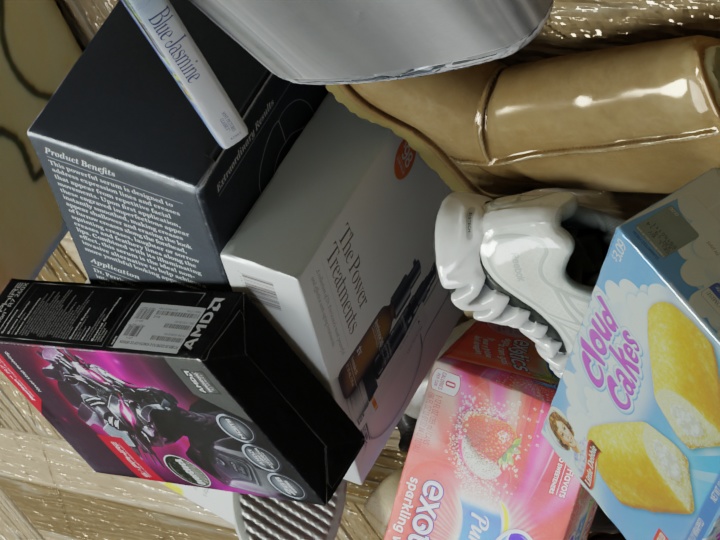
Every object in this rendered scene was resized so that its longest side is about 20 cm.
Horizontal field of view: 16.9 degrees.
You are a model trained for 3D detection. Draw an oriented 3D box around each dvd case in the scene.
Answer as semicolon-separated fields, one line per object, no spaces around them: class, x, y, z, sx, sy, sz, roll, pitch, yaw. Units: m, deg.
dvd case;-0.117;-0.150;1.093;0.143;0.018;0.200;55;179;27

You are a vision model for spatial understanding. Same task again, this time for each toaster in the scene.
toaster;-0.004;-0.153;1.072;0.200;0.114;0.129;-8;151;26

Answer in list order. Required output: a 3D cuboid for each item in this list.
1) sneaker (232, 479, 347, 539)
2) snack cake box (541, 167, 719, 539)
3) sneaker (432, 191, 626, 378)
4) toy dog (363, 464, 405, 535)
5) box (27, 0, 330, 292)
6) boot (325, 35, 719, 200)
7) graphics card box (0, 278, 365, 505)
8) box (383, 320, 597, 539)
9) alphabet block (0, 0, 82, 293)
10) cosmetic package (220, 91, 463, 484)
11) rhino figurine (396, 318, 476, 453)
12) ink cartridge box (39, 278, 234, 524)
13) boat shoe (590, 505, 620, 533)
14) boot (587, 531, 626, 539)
sneaker;-0.046;0.110;1.518;0.074;0.200;0.082;2;153;-3
snack cake box;0.162;0.057;1.173;0.115;0.067;0.200;49;154;22
sneaker;0.123;0.012;1.263;0.081;0.075;0.200;-16;153;34
toy dog;0.087;0.153;1.530;0.132;0.096;0.200;47;-163;3
box;-0.076;-0.053;1.309;0.107;0.149;0.200;19;149;22
boot;0.093;-0.094;1.170;0.200;0.066;0.175;-1;151;47
graphics card box;-0.106;0.064;1.315;0.200;0.051;0.126;2;140;44
box;0.075;0.141;1.366;0.102;0.095;0.200;21;111;13
alphabet block;-0.286;-0.093;1.411;0.196;0.195;0.200;12;146;30
cosmetic package;0.000;0.000;1.318;0.052;0.151;0.200;17;150;22
rhino figurine;0.067;0.072;1.448;0.200;0.060;0.088;-1;95;44
ink cartridge box;-0.109;0.090;1.646;0.200;0.083;0.145;30;153;4
boat shoe;0.199;0.121;1.405;0.074;0.067;0.200;39;152;-14
boot;0.217;0.199;1.446;0.200;0.072;0.166;16;167;-33
